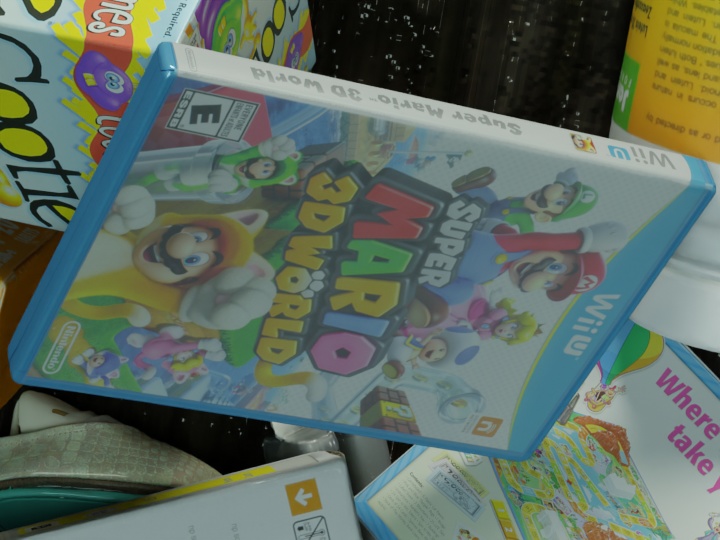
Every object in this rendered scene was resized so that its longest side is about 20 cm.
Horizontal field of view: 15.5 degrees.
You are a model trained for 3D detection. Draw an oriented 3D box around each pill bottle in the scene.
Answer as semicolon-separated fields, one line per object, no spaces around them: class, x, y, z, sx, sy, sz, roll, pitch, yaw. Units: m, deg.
pill bottle;0.149;-0.075;0.929;0.111;0.111;0.200;11;104;5

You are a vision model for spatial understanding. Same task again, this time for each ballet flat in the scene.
ballet flat;-0.147;0.074;1.032;0.200;0.067;0.062;-4;68;7

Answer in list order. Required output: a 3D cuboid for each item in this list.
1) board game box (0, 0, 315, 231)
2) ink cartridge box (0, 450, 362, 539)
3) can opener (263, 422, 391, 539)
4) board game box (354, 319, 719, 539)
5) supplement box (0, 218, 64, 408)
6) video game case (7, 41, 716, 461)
board game box;-0.129;-0.090;0.904;0.200;0.105;0.103;12;142;16
ink cartridge box;-0.081;0.184;0.950;0.200;0.047;0.198;-13;92;-8
can opener;-0.020;0.072;1.026;0.066;0.053;0.200;-6;103;45
board game box;0.109;0.115;0.954;0.134;0.034;0.200;-41;65;-2
supplement box;-0.218;-0.010;0.987;0.200;0.126;0.074;17;106;2
video game case;0.000;0.000;0.881;0.200;0.018;0.143;10;131;-26
